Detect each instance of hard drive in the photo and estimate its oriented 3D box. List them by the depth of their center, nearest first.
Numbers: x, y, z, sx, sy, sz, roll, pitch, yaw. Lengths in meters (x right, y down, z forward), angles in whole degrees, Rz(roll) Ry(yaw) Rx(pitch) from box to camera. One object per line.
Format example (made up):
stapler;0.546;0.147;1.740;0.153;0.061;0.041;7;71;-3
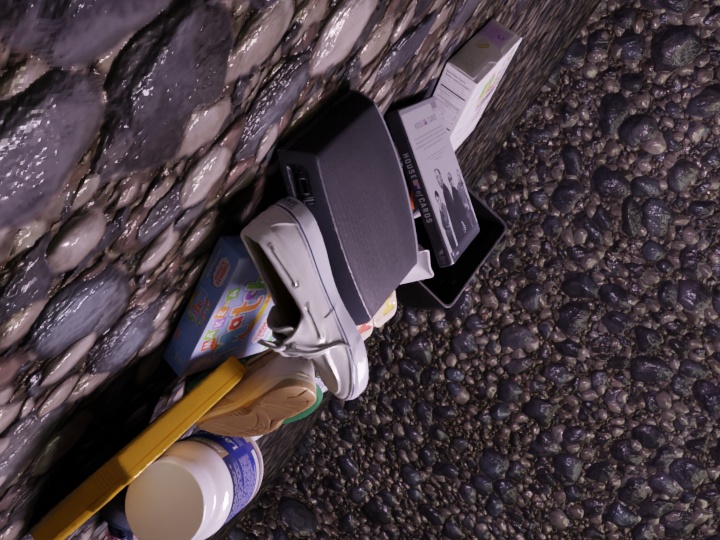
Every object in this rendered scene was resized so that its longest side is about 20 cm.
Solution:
hard drive;-0.001;-0.056;0.662;0.135;0.042;0.202;-47;132;-37

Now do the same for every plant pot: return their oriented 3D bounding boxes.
plant pot;0.100;-0.048;1.200;0.200;0.200;0.177;-50;-178;-25

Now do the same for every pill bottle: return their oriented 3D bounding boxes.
pill bottle;-0.196;0.258;0.824;0.116;0.115;0.200;-53;172;1

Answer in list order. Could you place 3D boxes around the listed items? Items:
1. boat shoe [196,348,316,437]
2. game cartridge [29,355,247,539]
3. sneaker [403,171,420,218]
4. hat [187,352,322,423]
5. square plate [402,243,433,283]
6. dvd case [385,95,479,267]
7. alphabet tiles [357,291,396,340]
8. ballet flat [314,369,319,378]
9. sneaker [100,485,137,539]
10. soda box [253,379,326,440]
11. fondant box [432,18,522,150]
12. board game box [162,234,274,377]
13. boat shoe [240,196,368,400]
boat shoe;-0.110;0.127;0.730;0.199;0.073;0.070;-31;-134;42
game cartridge;-0.210;0.174;0.660;0.199;0.033;0.176;-38;-177;36
sneaker;0.003;-0.075;0.938;0.200;0.078;0.111;-42;155;27
hat;-0.133;0.091;0.888;0.200;0.163;0.179;-43;-144;46
square plate;0.000;0.000;0.940;0.196;0.029;0.198;-11;168;6
dvd case;0.101;-0.123;0.903;0.024;0.203;0.150;-16;-168;28
alphabet tiles;0.000;-0.026;0.719;0.195;0.014;0.204;-33;123;-48
ballet flat;-0.021;0.067;0.879;0.075;0.074;0.201;-57;-174;25
sneaker;-0.289;0.314;0.854;0.082;0.070;0.200;-45;166;-10
soda box;-0.118;0.170;1.002;0.199;0.068;0.064;-31;132;-35
fondant box;0.154;-0.261;1.042;0.145;0.058;0.201;-49;171;-33
board game box;-0.092;0.024;0.704;0.199;0.037;0.152;-12;140;-53
boat shoe;-0.057;0.045;0.603;0.086;0.074;0.205;-35;122;-32
